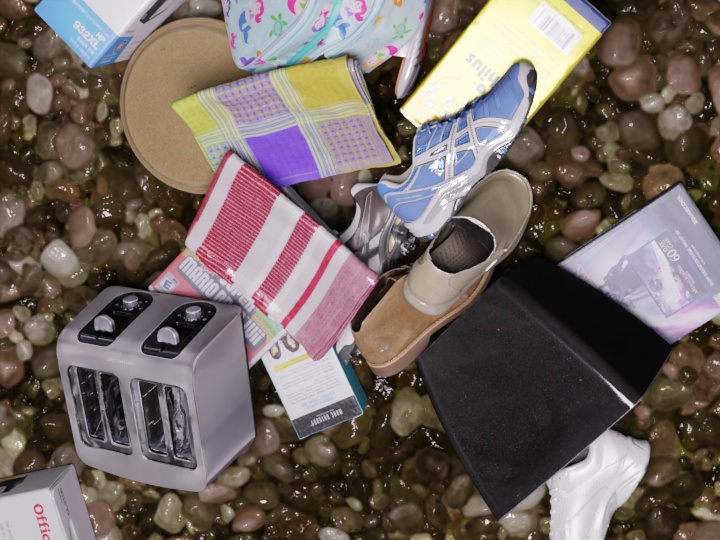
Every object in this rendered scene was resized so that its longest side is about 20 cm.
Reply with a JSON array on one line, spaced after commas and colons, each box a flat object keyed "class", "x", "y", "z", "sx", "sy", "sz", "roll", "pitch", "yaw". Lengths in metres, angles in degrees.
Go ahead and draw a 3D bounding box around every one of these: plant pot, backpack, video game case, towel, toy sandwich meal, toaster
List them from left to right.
[{"class": "toaster", "x": -0.216, "y": 0.130, "z": 1.307, "sx": 0.179, "sy": 0.119, "sz": 0.202, "roll": 9, "pitch": 119, "yaw": 25}, {"class": "toy sandwich meal", "x": -0.159, "y": -0.174, "z": 1.305, "sx": 0.203, "sy": 0.070, "sz": 0.207, "roll": 2, "pitch": 102, "yaw": 12}, {"class": "video game case", "x": -0.117, "y": 0.005, "z": 1.307, "sx": 0.143, "sy": 0.017, "sz": 0.200, "roll": 46, "pitch": 110, "yaw": -1}, {"class": "towel", "x": -0.086, "y": -0.012, "z": 1.239, "sx": 0.200, "sy": 0.023, "sz": 0.144, "roll": 40, "pitch": 133, "yaw": 7}, {"class": "towel", "x": -0.071, "y": -0.138, "z": 1.198, "sx": 0.198, "sy": 0.023, "sz": 0.144, "roll": -8, "pitch": 137, "yaw": 17}, {"class": "backpack", "x": -0.038, "y": -0.274, "z": 1.184, "sx": 0.199, "sy": 0.150, "sz": 0.179, "roll": -24, "pitch": 70, "yaw": 33}, {"class": "plant pot", "x": 0.176, "y": 0.102, "z": 1.253, "sx": 0.178, "sy": 0.199, "sz": 0.200, "roll": 47, "pitch": 115, "yaw": 8}, {"class": "video game case", "x": 0.299, "y": 0.019, "z": 1.312, "sx": 0.199, "sy": 0.019, "sz": 0.143, "roll": -34, "pitch": 96, "yaw": 12}]

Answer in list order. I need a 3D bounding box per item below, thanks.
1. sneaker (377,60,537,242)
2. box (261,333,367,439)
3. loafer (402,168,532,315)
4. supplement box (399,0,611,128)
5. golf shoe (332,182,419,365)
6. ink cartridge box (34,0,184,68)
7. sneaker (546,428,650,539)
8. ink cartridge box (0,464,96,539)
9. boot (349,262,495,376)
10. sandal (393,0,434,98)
[{"class": "sneaker", "x": 0.094, "y": -0.122, "z": 1.164, "sx": 0.077, "sy": 0.076, "sz": 0.200, "roll": 37, "pitch": 105, "yaw": -6}, {"class": "box", "x": -0.070, "y": 0.079, "z": 1.356, "sx": 0.082, "sy": 0.049, "sz": 0.201, "roll": -22, "pitch": 99, "yaw": 13}, {"class": "loafer", "x": 0.121, "y": -0.036, "z": 1.247, "sx": 0.075, "sy": 0.068, "sz": 0.200, "roll": 37, "pitch": 61, "yaw": 5}, {"class": "supplement box", "x": 0.146, "y": -0.209, "z": 1.232, "sx": 0.109, "sy": 0.109, "sz": 0.200, "roll": 40, "pitch": 104, "yaw": -3}, {"class": "golf shoe", "x": 0.000, "y": 0.000, "z": 1.323, "sx": 0.094, "sy": 0.078, "sz": 0.201, "roll": 22, "pitch": 97, "yaw": 12}, {"class": "ink cartridge box", "x": -0.217, "y": -0.310, "z": 1.238, "sx": 0.200, "sy": 0.145, "sz": 0.084, "roll": -43, "pitch": 95, "yaw": 14}, {"class": "sneaker", "x": 0.237, "y": 0.257, "z": 1.351, "sx": 0.099, "sy": 0.078, "sz": 0.201, "roll": 29, "pitch": 96, "yaw": 7}, {"class": "ink cartridge box", "x": -0.422, "y": 0.327, "z": 1.439, "sx": 0.198, "sy": 0.083, "sz": 0.147, "roll": -12, "pitch": 100, "yaw": 10}, {"class": "boot", "x": 0.069, "y": 0.016, "z": 1.273, "sx": 0.200, "sy": 0.073, "sz": 0.076, "roll": -46, "pitch": 121, "yaw": -18}, {"class": "sandal", "x": 0.047, "y": -0.283, "z": 1.251, "sx": 0.059, "sy": 0.079, "sz": 0.209, "roll": 12, "pitch": 95, "yaw": 6}]
